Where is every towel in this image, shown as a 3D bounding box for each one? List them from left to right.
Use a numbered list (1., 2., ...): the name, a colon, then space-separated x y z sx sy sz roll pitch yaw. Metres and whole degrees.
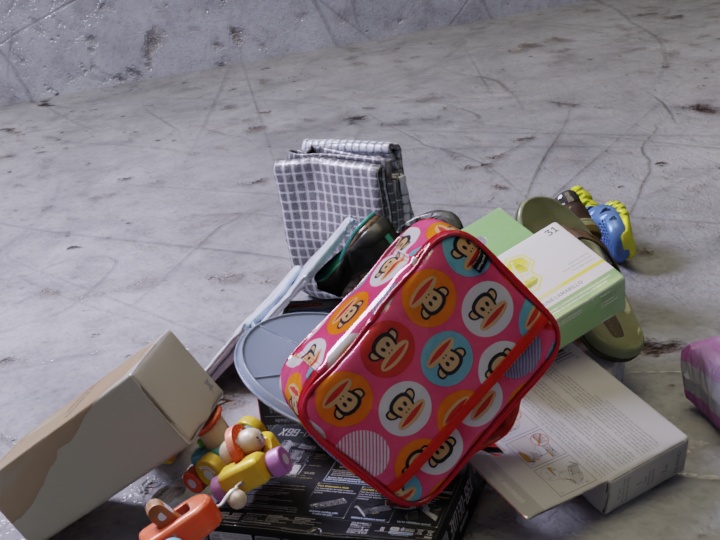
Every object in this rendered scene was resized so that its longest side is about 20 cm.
1. towel: -0.015 -0.055 1.382 0.165 0.201 0.085 10 29 40

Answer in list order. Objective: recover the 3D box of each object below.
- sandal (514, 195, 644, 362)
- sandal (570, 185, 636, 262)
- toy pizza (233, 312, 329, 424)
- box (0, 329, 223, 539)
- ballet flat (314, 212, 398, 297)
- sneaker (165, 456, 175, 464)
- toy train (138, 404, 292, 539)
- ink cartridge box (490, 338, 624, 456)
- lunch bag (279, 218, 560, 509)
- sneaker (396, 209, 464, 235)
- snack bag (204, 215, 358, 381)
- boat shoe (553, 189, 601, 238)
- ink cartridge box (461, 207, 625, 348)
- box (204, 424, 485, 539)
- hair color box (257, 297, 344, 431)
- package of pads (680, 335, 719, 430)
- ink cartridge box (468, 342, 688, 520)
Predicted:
1. sandal: 0.224 -0.002 1.130 0.079 0.057 0.201 -14 55 -22
2. sandal: 0.279 -0.051 1.446 0.087 0.080 0.200 -16 15 -11
3. toy pizza: -0.019 0.100 1.053 0.199 0.032 0.200 12 26 -6
4. box: -0.224 0.146 0.995 0.200 0.078 0.095 -35 11 22
5. ballet flat: 0.000 0.000 1.232 0.068 0.068 0.200 -46 1 -19
6. sneaker: -0.203 0.143 1.139 0.073 0.078 0.200 9 5 -4
7. toy train: -0.136 0.169 0.942 0.150 0.056 0.200 -33 11 -7
8. ink cartridge box: 0.159 0.116 1.098 0.161 0.050 0.200 0 20 21
9. lunch bag: 0.055 0.080 0.901 0.200 0.176 0.082 -49 23 -4
10. sneaker: 0.077 -0.012 1.262 0.079 0.200 0.074 -36 74 -26
11. snack bag: -0.093 0.032 1.273 0.200 0.021 0.189 -45 4 28
12. boat shoe: 0.205 -0.029 1.292 0.071 0.066 0.201 -4 -19 -19
13. ink cartridge box: 0.131 0.004 1.080 0.145 0.048 0.200 -30 44 -15
14. box: -0.010 0.193 0.964 0.199 0.050 0.158 0 23 20
15. hair color box: -0.037 0.094 1.203 0.110 0.064 0.200 -4 23 7
16. package of pads: 0.403 0.096 1.025 0.199 0.076 0.121 -11 25 -7
17. ink cartridge box: 0.150 0.134 0.996 0.176 0.045 0.200 -21 39 -25
